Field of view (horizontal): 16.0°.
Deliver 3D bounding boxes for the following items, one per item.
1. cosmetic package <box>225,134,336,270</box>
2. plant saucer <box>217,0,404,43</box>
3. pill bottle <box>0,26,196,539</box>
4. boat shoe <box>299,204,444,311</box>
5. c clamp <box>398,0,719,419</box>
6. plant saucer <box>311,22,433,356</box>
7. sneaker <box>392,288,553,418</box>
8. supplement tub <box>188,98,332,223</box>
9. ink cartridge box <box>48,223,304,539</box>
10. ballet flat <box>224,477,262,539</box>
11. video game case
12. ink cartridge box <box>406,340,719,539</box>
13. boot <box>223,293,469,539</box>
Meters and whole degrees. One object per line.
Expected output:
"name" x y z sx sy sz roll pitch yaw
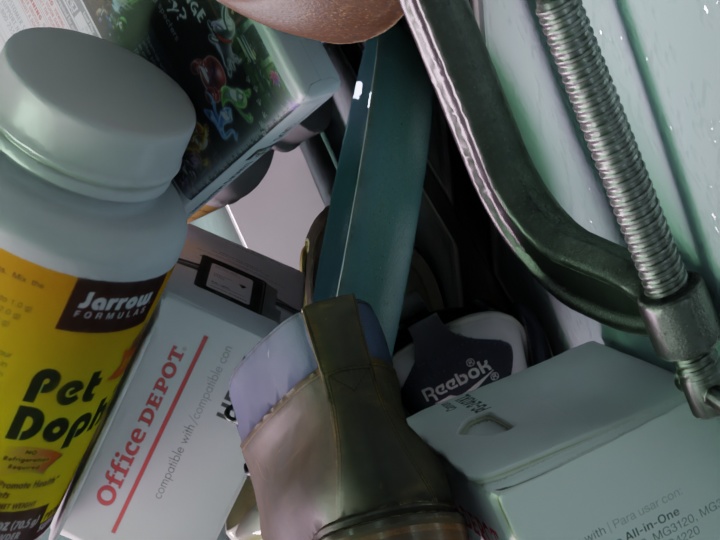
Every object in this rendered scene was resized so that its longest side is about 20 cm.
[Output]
"cosmetic package" -0.050 -0.065 1.277 0.083 0.051 0.200 -86 -27 -75
"plant saucer" -0.049 -0.164 0.851 0.200 0.037 0.200 40 144 38
"pill bottle" -0.137 0.009 0.995 0.200 0.109 0.109 -63 38 25
"boat shoe" 0.013 0.057 1.245 0.060 0.072 0.200 -128 19 -51
"c clamp" 0.064 -0.043 0.755 0.200 0.027 0.171 64 165 -19
"plant saucer" 0.000 0.000 0.986 0.200 0.027 0.200 -169 90 -87
"sneaker" 0.056 0.080 1.000 0.130 0.079 0.199 60 -173 -39
"supplement tub" -0.129 -0.077 1.164 0.145 0.200 0.145 56 -162 -29
"ink cartridge box" -0.077 0.059 1.111 0.068 0.116 0.200 24 -169 -5
"ballet flat" -0.023 0.102 1.114 0.068 0.075 0.200 63 176 -12
"video game case" -0.101 -0.121 1.013 0.182 0.023 0.200 -36 79 54
"ink cartridge box" 0.100 0.132 0.867 0.200 0.083 0.145 66 172 -8
"boot" -0.005 0.074 0.876 0.200 0.075 0.097 123 135 -73
